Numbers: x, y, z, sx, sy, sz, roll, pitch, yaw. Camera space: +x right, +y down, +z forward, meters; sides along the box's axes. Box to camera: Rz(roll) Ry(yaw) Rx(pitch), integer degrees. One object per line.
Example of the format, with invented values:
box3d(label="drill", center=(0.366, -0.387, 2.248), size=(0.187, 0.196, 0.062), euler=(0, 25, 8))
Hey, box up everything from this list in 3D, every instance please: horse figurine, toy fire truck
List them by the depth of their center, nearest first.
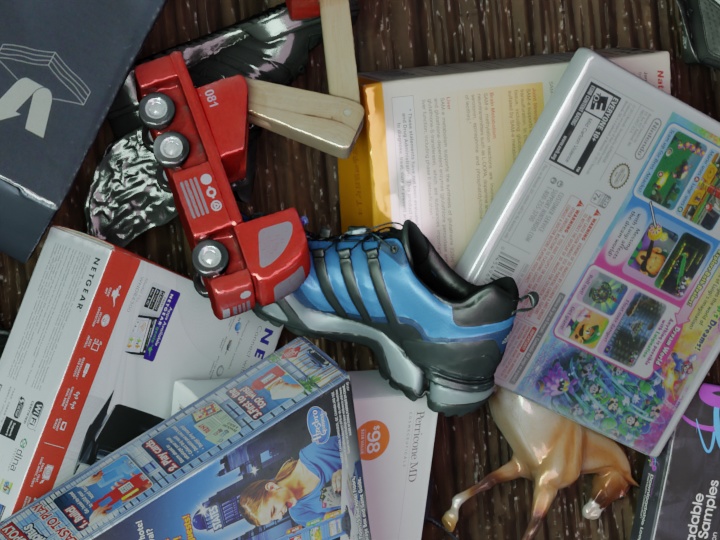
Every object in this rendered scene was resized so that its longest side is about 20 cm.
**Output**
box3d(label="toy fire truck", center=(-0.051, -0.085, 1.313), size=(0.140, 0.049, 0.201), euler=(-19, 74, -8))
box3d(label="horse figurine", center=(0.084, 0.089, 1.446), size=(0.132, 0.050, 0.201), euler=(-37, 97, -26))

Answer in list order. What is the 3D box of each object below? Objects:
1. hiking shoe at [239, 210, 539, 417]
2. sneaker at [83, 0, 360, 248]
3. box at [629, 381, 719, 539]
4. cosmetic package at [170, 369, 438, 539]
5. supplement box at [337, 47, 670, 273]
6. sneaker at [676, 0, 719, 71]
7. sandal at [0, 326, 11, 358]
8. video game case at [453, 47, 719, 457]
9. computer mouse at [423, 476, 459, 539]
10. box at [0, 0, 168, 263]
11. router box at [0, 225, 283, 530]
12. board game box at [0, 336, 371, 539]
box3d(label="hiking shoe", center=(0.000, 0.000, 1.344), size=(0.199, 0.074, 0.087), euler=(27, 111, 6))
box3d(label="sneaker", center=(-0.080, -0.087, 1.386), size=(0.199, 0.060, 0.105), euler=(-22, 98, -10))
box3d(label="box", center=(0.270, 0.152, 1.513), size=(0.199, 0.036, 0.144), euler=(11, 90, -23))
box3d(label="cosmetic package", center=(-0.040, 0.160, 1.363), size=(0.150, 0.052, 0.202), euler=(-3, 110, -29))
box3d(label="supplement box", center=(0.088, -0.064, 1.427), size=(0.198, 0.073, 0.127), euler=(-6, 100, -17))
box3d(label="sneaker", center=(0.227, -0.172, 1.468), size=(0.090, 0.066, 0.201), euler=(-33, 81, 29))
box3d(label="sandal", center=(-0.202, 0.062, 1.310), size=(0.075, 0.045, 0.200), euler=(-63, 146, -11))
box3d(label="video game case", center=(0.155, -0.007, 1.406), size=(0.181, 0.024, 0.201), euler=(25, 99, -26))
box3d(label="computer mouse", center=(0.045, 0.159, 1.456), size=(0.199, 0.034, 0.059), euler=(35, 63, -21))
box3d(label="box", center=(-0.216, -0.145, 1.273), size=(0.196, 0.117, 0.201), euler=(28, 70, -8))
box3d(label="router box", center=(-0.140, 0.094, 1.328), size=(0.179, 0.049, 0.201), euler=(24, 85, -57))
box3d(label="board game box", center=(-0.093, 0.163, 1.267), size=(0.199, 0.062, 0.201), euler=(-18, 118, -22))
